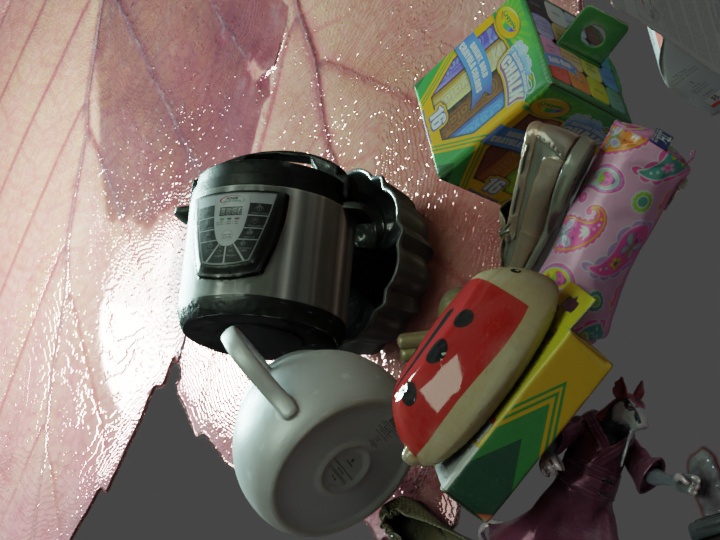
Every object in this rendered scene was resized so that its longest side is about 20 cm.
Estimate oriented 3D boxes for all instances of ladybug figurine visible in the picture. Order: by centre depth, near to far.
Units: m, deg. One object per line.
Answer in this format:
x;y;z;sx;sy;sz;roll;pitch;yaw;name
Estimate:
0.090;0.075;1.415;0.201;0.072;0.136;-54;8;-16;ladybug figurine

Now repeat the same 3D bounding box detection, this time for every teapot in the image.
-0.051;0.147;1.621;0.146;0.196;0.201;47;133;42;teapot

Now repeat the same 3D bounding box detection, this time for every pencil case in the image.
0.222;-0.035;1.504;0.087;0.087;0.201;35;101;50;pencil case

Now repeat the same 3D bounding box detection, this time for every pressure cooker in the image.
-0.093;-0.025;1.679;0.178;0.174;0.202;-29;51;60;pressure cooker

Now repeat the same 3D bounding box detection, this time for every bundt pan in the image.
0.000;0.000;1.755;0.201;0.075;0.204;-22;59;42;bundt pan

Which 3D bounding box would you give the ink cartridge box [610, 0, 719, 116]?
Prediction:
0.250;-0.240;1.465;0.050;0.199;0.163;-34;50;36;ink cartridge box

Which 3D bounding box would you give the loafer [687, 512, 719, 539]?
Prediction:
0.341;0.204;1.288;0.199;0.071;0.064;-24;76;49;loafer

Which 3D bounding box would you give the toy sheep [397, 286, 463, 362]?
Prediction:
0.106;0.111;1.543;0.137;0.137;0.202;-23;68;42;toy sheep

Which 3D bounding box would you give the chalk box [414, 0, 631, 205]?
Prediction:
0.168;-0.171;1.593;0.200;0.124;0.125;-39;48;34;chalk box

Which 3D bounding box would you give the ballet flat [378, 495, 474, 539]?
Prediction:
0.078;0.266;1.574;0.200;0.046;0.068;34;101;51;ballet flat

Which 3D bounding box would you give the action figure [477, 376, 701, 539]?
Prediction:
0.200;0.186;1.447;0.149;0.133;0.201;-162;97;-84;action figure

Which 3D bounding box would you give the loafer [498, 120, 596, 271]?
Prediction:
0.159;-0.061;1.544;0.072;0.063;0.201;-52;-13;-39;loafer

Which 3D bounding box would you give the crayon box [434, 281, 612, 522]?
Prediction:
0.142;0.107;1.417;0.201;0.051;0.127;-52;6;5;crayon box
